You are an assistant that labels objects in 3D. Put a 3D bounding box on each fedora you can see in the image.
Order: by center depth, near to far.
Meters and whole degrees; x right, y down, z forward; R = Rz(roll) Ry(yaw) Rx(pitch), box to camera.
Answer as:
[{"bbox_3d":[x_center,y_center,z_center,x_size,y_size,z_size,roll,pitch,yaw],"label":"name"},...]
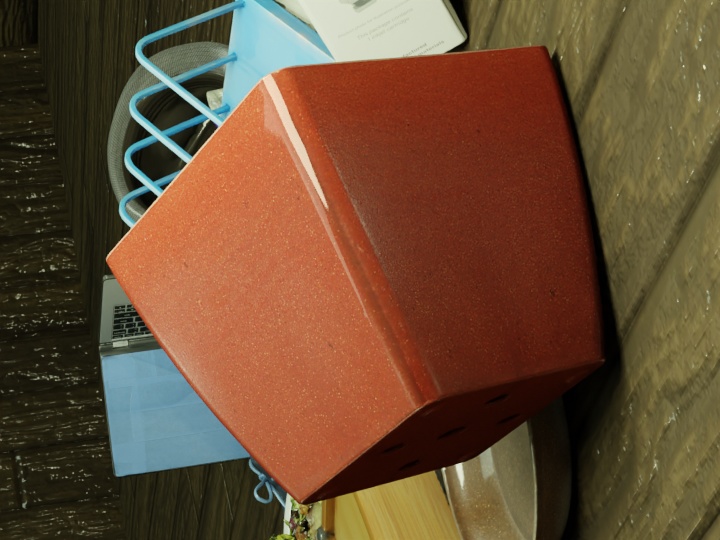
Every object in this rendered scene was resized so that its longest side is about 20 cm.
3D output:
[{"bbox_3d":[-0.154,-0.114,1.867,0.090,0.176,0.200,44,-143,-60],"label":"fedora"}]

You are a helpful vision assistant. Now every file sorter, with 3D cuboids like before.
[{"bbox_3d":[-0.089,-0.068,1.345,0.139,0.123,0.200,39,138,29],"label":"file sorter"}]

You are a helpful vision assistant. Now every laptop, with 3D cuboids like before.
[{"bbox_3d":[-0.144,0.089,1.786,0.200,0.187,0.116,107,152,-59],"label":"laptop"}]

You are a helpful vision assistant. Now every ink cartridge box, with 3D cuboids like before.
[{"bbox_3d":[-0.025,-0.231,1.187,0.200,0.083,0.147,55,-170,-43],"label":"ink cartridge box"}]

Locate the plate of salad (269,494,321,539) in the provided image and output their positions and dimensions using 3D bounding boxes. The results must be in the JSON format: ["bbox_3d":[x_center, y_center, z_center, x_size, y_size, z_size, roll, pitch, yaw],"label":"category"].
[{"bbox_3d":[-0.035,0.227,1.632,0.200,0.048,0.201,-175,90,-66],"label":"plate of salad"}]

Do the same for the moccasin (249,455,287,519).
[{"bbox_3d":[-0.074,0.166,1.788,0.080,0.068,0.201,-139,44,-70],"label":"moccasin"}]

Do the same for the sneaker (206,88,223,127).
[{"bbox_3d":[-0.093,-0.104,1.729,0.200,0.069,0.100,-125,29,-64],"label":"sneaker"}]

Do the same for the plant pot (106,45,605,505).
[{"bbox_3d":[0.015,0.012,1.033,0.200,0.200,0.177,-42,66,46],"label":"plant pot"}]

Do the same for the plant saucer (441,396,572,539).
[{"bbox_3d":[0.088,0.099,1.165,0.200,0.037,0.201,173,90,-76],"label":"plant saucer"}]

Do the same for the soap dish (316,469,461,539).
[{"bbox_3d":[0.026,0.193,1.369,0.200,0.081,0.158,-114,21,-53],"label":"soap dish"}]

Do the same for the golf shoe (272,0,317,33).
[{"bbox_3d":[-0.026,-0.168,1.369,0.200,0.097,0.078,-116,25,-48],"label":"golf shoe"}]
